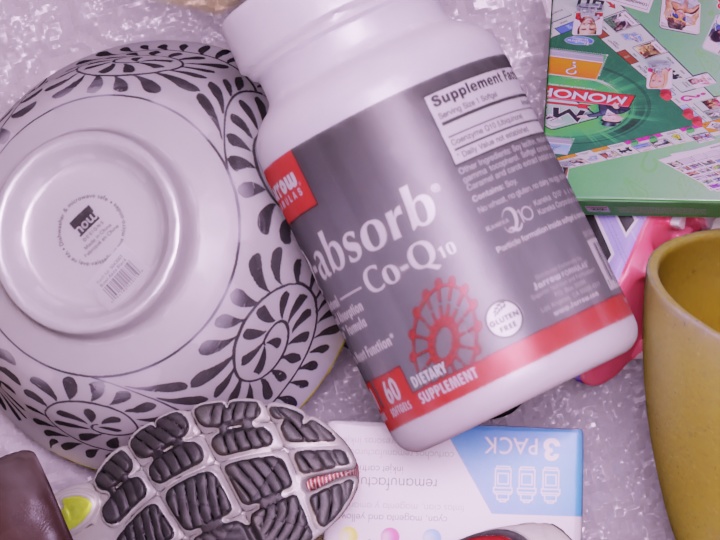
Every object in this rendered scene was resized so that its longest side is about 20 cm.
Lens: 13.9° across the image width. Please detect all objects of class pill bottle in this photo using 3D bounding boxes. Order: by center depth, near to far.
[{"bbox_3d":[0.026,-0.034,1.251,0.116,0.116,0.200,-26,87,-1],"label":"pill bottle"}]

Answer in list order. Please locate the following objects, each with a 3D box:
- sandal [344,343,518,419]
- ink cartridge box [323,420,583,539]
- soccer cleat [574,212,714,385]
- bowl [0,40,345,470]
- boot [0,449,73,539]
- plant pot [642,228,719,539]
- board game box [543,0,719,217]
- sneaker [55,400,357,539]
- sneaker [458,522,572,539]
[{"bbox_3d":[0.000,0.000,1.350,0.200,0.045,0.075,33,80,19],"label":"sandal"},{"bbox_3d":[0.040,0.169,1.313,0.115,0.068,0.200,1,84,2],"label":"ink cartridge box"},{"bbox_3d":[0.124,-0.046,1.342,0.076,0.067,0.200,20,87,25],"label":"soccer cleat"},{"bbox_3d":[-0.106,-0.011,1.302,0.201,0.094,0.201,-2,83,15],"label":"bowl"},{"bbox_3d":[-0.171,0.192,1.205,0.186,0.064,0.200,-36,111,-26],"label":"boot"},{"bbox_3d":[0.207,0.083,1.272,0.200,0.200,0.142,11,109,2],"label":"plant pot"},{"bbox_3d":[0.181,-0.090,1.288,0.200,0.029,0.135,2,79,14],"label":"board game box"},{"bbox_3d":[-0.088,0.113,1.297,0.200,0.085,0.077,-23,79,16],"label":"sneaker"},{"bbox_3d":[0.081,0.187,1.201,0.085,0.077,0.200,-9,42,-33],"label":"sneaker"}]
